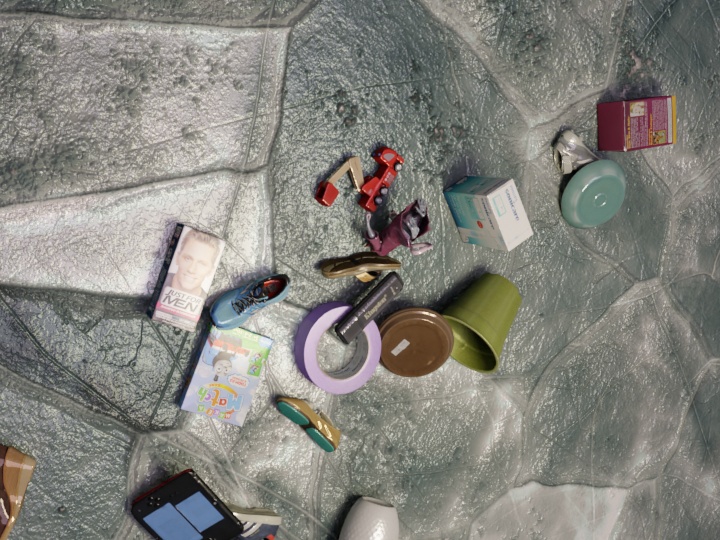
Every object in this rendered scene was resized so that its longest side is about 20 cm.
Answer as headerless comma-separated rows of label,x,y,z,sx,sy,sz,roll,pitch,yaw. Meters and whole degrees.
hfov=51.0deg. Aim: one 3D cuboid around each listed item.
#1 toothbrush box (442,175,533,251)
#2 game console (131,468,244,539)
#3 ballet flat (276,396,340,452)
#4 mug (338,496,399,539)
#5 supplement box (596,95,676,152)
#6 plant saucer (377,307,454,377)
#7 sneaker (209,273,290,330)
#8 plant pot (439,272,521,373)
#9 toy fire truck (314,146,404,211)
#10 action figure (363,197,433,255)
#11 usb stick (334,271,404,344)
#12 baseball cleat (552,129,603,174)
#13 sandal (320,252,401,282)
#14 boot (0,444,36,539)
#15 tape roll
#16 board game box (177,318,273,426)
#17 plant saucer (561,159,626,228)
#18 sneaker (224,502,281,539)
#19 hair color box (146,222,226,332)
toothbrush box,0.301,-0.139,1.798,0.084,0.199,0.149,-32,111,-18
game console,-0.371,0.528,1.609,0.175,0.031,0.202,-30,113,15
ballet flat,-0.117,0.341,1.746,0.201,0.068,0.064,50,48,-26
mug,0.033,0.648,1.826,0.199,0.145,0.180,25,78,-57
supplement box,0.747,-0.396,2.037,0.196,0.103,0.134,-10,103,-26
plant saucer,0.128,0.179,1.798,0.195,0.030,0.204,-1,121,-1
sneaker,-0.234,0.055,1.608,0.198,0.090,0.079,-32,86,-24
plant pot,0.301,0.114,1.860,0.191,0.198,0.201,-50,116,-26
toy fire truck,0.000,-0.211,1.719,0.140,0.049,0.203,35,82,-27
action figure,0.084,-0.078,1.710,0.132,0.199,0.152,-17,77,-41
usb stick,0.021,0.084,1.712,0.200,0.032,0.056,-45,115,-15
baseball cleat,0.582,-0.280,2.001,0.199,0.070,0.107,39,90,-19
sandal,0.000,0.000,1.740,0.196,0.080,0.055,-11,118,-23
boot,-0.732,0.426,1.450,0.163,0.072,0.204,20,90,-15
tape roll,-0.052,0.178,1.743,0.196,0.065,0.206,-4,100,-25
board game box,-0.292,0.222,1.644,0.149,0.036,0.204,22,88,-27
plant saucer,0.629,-0.193,2.002,0.195,0.036,0.204,-10,124,-15
sneaker,-0.272,0.576,1.686,0.197,0.075,0.087,19,85,-28
hair color box,-0.362,0.015,1.565,0.098,0.060,0.204,20,88,-28
